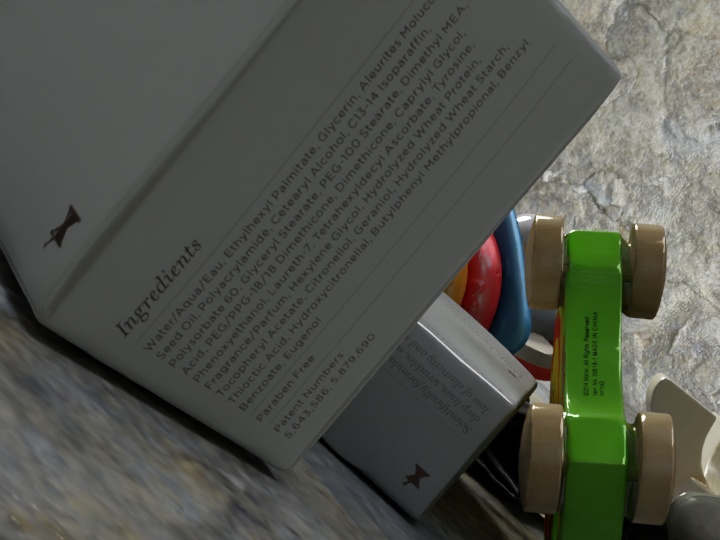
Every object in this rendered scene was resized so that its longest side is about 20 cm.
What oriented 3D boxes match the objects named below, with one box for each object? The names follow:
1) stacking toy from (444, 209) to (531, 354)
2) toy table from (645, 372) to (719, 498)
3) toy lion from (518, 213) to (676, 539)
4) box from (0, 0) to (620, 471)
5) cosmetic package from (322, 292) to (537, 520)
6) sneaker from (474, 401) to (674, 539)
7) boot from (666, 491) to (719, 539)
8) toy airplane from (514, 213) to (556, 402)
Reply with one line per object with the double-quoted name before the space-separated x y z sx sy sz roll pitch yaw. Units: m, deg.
"stacking toy" 0.000 0.000 0.967 0.199 0.116 0.111 12 61 -38
"toy table" 0.256 0.177 1.156 0.199 0.117 0.184 37 6 -20
"toy lion" 0.109 0.085 0.777 0.068 0.193 0.201 4 42 5
"box" -0.044 -0.071 0.615 0.130 0.200 0.199 36 7 -37
"cosmetic package" 0.027 0.054 0.787 0.102 0.074 0.200 41 4 7
"sneaker" 0.118 0.125 0.939 0.199 0.060 0.104 36 4 6
"boot" 0.218 0.189 0.848 0.182 0.072 0.201 53 14 -38
"toy airplane" 0.089 0.008 1.213 0.200 0.141 0.199 42 6 15
